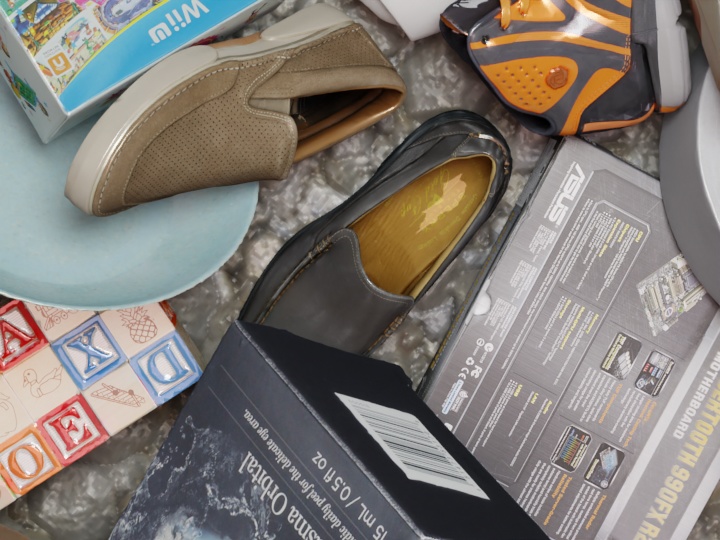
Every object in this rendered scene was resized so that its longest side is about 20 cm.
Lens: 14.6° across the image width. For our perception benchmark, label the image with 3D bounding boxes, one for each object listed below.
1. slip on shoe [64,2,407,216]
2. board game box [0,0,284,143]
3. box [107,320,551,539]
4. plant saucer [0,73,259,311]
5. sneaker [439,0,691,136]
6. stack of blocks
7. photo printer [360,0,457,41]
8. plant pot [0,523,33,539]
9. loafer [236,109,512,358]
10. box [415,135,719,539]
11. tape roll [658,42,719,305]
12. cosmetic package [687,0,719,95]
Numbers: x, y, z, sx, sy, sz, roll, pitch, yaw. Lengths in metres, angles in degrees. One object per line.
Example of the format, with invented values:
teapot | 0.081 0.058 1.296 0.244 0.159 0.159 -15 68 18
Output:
slip on shoe | -0.057 -0.070 1.370 0.061 0.200 0.076 40 131 20
board game box | -0.142 -0.186 1.372 0.147 0.064 0.200 -33 90 -21
box | -0.024 0.165 1.355 0.117 0.197 0.200 18 108 -39
plant saucer | -0.151 -0.050 1.390 0.201 0.201 0.039 19 138 -4
sneaker | 0.090 -0.154 1.350 0.112 0.078 0.200 -15 109 -7
stack of blocks | -0.192 0.057 1.432 0.200 0.059 0.115 -33 96 1
photo printer | 0.031 -0.226 1.390 0.166 0.069 0.200 -40 113 2
plant pot | -0.213 0.217 1.355 0.200 0.200 0.175 38 115 -6
loafer | 0.000 0.000 1.429 0.073 0.072 0.200 38 94 -7
box | 0.125 0.049 1.452 0.158 0.048 0.200 27 94 -6
tape roll | 0.254 -0.056 1.409 0.200 0.066 0.201 2 79 -10
cosmetic package | 0.199 -0.177 1.354 0.103 0.200 0.087 -11 140 1
